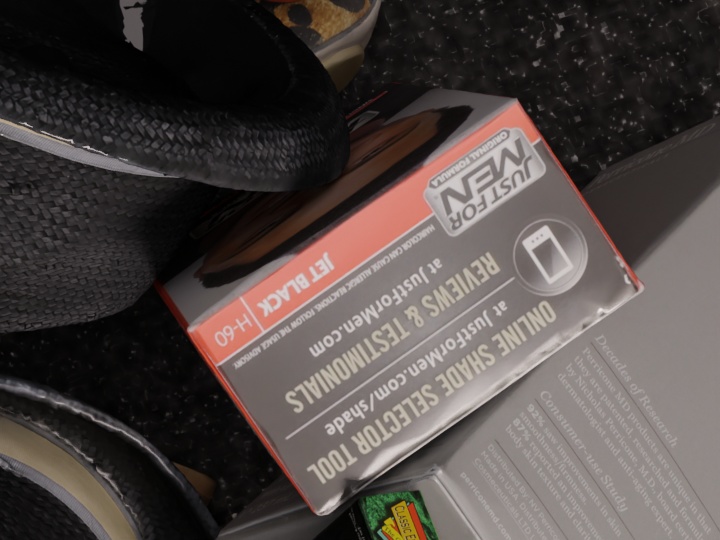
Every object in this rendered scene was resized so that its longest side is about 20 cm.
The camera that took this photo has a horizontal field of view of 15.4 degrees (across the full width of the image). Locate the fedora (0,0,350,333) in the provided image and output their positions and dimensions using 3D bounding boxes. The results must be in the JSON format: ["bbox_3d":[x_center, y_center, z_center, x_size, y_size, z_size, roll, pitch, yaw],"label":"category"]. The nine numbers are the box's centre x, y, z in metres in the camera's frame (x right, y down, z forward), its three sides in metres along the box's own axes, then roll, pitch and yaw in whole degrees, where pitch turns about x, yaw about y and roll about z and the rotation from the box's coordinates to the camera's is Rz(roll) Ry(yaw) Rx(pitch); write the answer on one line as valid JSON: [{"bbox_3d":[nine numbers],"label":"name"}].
[{"bbox_3d":[-0.107,-0.043,0.689,0.200,0.201,0.092,27,110,0],"label":"fedora"}]

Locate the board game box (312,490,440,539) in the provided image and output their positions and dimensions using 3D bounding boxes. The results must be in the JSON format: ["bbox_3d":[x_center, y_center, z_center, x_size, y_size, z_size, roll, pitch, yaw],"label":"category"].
[{"bbox_3d":[0.019,0.164,0.642,0.023,0.105,0.201,-7,66,-35],"label":"board game box"}]

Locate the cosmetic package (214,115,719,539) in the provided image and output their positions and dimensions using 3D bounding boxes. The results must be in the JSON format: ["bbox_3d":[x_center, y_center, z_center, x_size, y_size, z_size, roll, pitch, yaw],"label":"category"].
[{"bbox_3d":[0.068,0.039,0.742,0.090,0.107,0.200,53,51,-11],"label":"cosmetic package"}]

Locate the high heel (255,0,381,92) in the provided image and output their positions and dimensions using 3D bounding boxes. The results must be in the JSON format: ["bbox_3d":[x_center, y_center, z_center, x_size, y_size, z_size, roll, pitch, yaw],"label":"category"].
[{"bbox_3d":[-0.042,-0.121,0.820,0.200,0.071,0.143,-38,86,-17],"label":"high heel"}]

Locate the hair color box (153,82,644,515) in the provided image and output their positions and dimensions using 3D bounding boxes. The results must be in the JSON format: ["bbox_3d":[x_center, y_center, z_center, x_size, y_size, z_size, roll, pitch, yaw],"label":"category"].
[{"bbox_3d":[0.000,0.000,0.735,0.101,0.200,0.061,-35,100,-5],"label":"hair color box"}]

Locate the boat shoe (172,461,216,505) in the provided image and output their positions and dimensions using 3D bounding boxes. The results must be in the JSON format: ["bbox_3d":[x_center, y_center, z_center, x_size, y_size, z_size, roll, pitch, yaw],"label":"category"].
[{"bbox_3d":[-0.145,0.068,0.789,0.199,0.070,0.071,11,75,6],"label":"boat shoe"}]

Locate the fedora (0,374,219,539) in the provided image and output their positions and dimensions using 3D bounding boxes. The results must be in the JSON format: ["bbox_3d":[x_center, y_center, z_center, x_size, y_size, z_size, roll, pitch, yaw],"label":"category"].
[{"bbox_3d":[-0.122,0.129,0.719,0.199,0.092,0.202,-1,116,-1],"label":"fedora"}]

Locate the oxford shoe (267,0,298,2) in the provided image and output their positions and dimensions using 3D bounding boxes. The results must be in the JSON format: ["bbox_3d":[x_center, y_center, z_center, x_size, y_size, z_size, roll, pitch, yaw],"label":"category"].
[{"bbox_3d":[-0.078,-0.149,0.782,0.200,0.073,0.071,30,86,37],"label":"oxford shoe"}]
